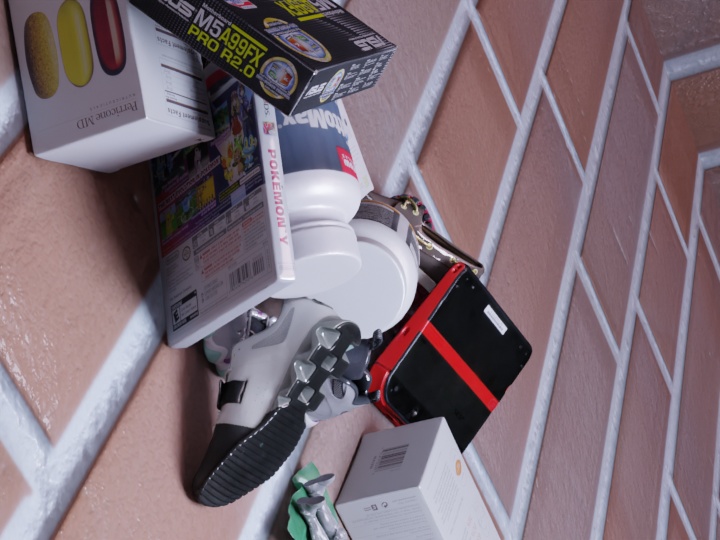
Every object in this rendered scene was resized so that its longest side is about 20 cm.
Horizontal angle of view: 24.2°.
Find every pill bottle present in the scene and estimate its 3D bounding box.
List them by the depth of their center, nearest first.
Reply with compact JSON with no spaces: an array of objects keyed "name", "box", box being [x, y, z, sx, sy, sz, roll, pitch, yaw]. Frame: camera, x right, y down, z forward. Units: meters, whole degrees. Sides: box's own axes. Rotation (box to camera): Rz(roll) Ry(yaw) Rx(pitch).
[{"name":"pill bottle","box":[-0.065,-0.085,1.441,0.119,0.119,0.201,25,46,-61]},{"name":"pill bottle","box":[0.000,0.000,1.647,0.200,0.116,0.117,-72,143,-79]}]

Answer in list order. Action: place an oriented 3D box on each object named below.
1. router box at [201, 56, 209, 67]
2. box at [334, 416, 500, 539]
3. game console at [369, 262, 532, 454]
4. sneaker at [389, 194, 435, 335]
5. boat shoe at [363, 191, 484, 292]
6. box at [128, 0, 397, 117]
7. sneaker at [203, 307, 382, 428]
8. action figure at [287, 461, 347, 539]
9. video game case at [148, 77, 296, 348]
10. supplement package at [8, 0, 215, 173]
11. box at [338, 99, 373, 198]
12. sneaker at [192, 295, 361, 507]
[{"name":"router box","box":[-0.106,-0.100,1.591,0.150,0.062,0.201,57,29,-37]},{"name":"box","box":[0.069,0.273,1.722,0.201,0.097,0.125,65,25,-22]},{"name":"game console","box":[0.099,0.107,1.848,0.177,0.031,0.200,-54,138,-12]},{"name":"sneaker","box":[0.072,0.012,1.913,0.075,0.080,0.201,9,73,-82]},{"name":"boat shoe","box":[0.050,-0.044,1.823,0.200,0.060,0.072,43,10,-15]},{"name":"box","box":[-0.073,-0.198,1.350,0.160,0.044,0.200,36,22,10]},{"name":"sneaker","box":[-0.048,0.069,1.521,0.200,0.139,0.078,47,36,-48]},{"name":"action figure","box":[-0.015,0.292,1.583,0.118,0.054,0.201,-63,137,-61]},{"name":"video game case","box":[-0.118,-0.049,1.389,0.023,0.200,0.183,2,72,-32]},{"name":"supplement package","box":[-0.205,-0.194,1.358,0.109,0.113,0.201,10,66,-65]},{"name":"box","box":[-0.055,-0.146,1.612,0.201,0.036,0.144,71,23,-12]},{"name":"sneaker","box":[-0.089,0.109,1.444,0.200,0.088,0.074,-53,147,-8]}]
